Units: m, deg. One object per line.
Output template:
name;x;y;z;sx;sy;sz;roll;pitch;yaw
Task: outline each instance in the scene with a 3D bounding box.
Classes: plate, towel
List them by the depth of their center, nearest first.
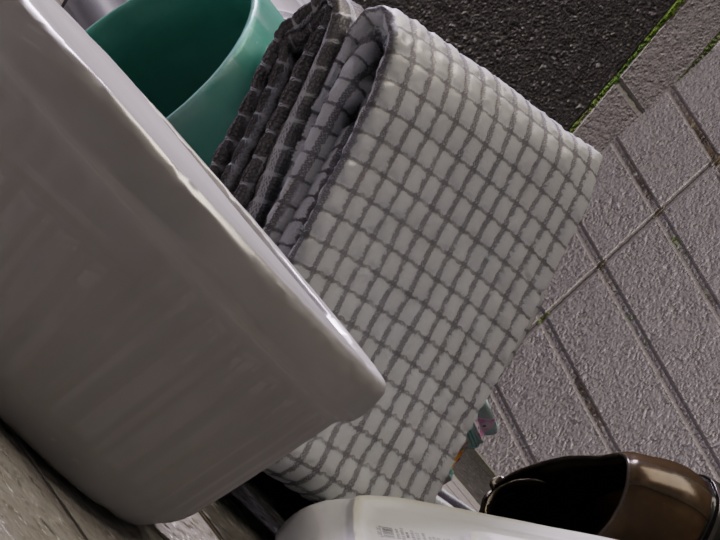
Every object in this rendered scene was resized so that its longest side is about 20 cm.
plate;0.064;0.125;1.075;0.199;0.033;0.200;11;5;-1
towel;0.000;0.000;1.186;0.085;0.201;0.165;22;-7;43

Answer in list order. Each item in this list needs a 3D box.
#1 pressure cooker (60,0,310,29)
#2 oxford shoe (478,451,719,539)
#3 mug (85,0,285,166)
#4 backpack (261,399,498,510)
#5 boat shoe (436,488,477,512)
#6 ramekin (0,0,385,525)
pressure cooker;-0.080;-0.083;1.543;0.200;0.175;0.180;-126;-152;-54
oxford shoe;0.074;0.121;1.229;0.084;0.200;0.073;32;48;-27
mug;-0.073;-0.048;1.285;0.115;0.152;0.185;53;-15;-28
backpack;-0.013;0.043;1.357;0.167;0.126;0.200;51;4;-19
boat shoe;0.013;0.111;1.524;0.202;0.065;0.074;48;1;-4
ramekin;-0.090;-0.005;0.908;0.202;0.094;0.202;47;1;-2
